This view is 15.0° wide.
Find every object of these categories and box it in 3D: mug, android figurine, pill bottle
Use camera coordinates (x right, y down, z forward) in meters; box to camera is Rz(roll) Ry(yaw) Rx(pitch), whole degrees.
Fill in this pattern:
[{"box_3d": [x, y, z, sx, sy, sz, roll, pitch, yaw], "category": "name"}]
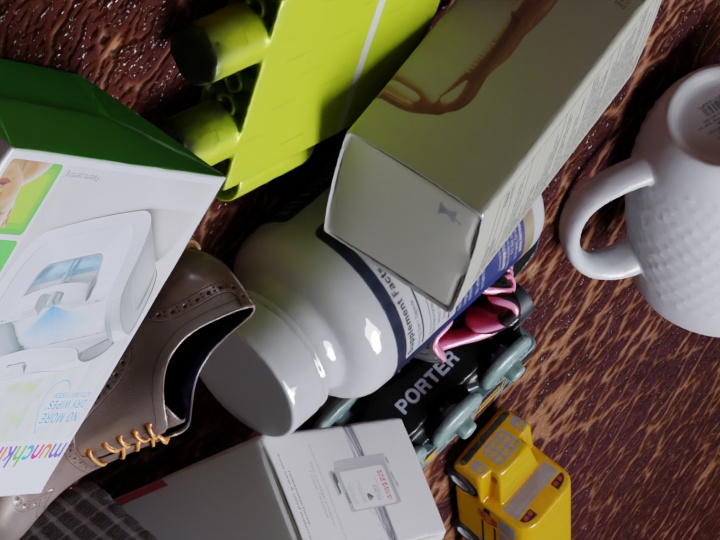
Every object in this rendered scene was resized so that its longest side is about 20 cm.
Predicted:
[{"box_3d": [0.236, -0.051, 1.935, 0.199, 0.148, 0.176, -18, 147, -4], "category": "mug"}, {"box_3d": [-0.026, -0.116, 1.371, 0.200, 0.041, 0.182, -33, 152, -42], "category": "android figurine"}, {"box_3d": [0.000, 0.000, 1.517, 0.200, 0.111, 0.111, -41, 157, -28], "category": "pill bottle"}]

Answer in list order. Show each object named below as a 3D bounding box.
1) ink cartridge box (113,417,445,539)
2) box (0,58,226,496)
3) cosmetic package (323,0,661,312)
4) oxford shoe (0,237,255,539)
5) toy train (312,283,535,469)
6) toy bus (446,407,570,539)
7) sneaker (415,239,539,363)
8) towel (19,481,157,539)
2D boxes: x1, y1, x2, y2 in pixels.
[{"box_3d": [-0.060, 0.153, 1.598, 0.146, 0.083, 0.200, -25, 170, 22], "category": "ink cartridge box"}, {"box_3d": [-0.176, 0.003, 1.164, 0.177, 0.097, 0.200, -59, 160, 10], "category": "box"}, {"box_3d": [0.073, -0.091, 1.459, 0.200, 0.087, 0.103, -52, 169, -32], "category": "cosmetic package"}, {"box_3d": [-0.133, 0.073, 1.399, 0.200, 0.073, 0.071, -53, 160, 2], "category": "oxford shoe"}, {"box_3d": [0.038, 0.089, 1.799, 0.200, 0.085, 0.114, -45, 168, -19], "category": "toy train"}, {"box_3d": [0.119, 0.183, 2.123, 0.065, 0.078, 0.200, -46, 159, -17], "category": "toy bus"}, {"box_3d": [0.067, 0.011, 1.692, 0.200, 0.095, 0.079, -29, 130, -50], "category": "sneaker"}, {"box_3d": [-0.144, 0.211, 1.424, 0.165, 0.200, 0.086, -34, 153, -37], "category": "towel"}]
